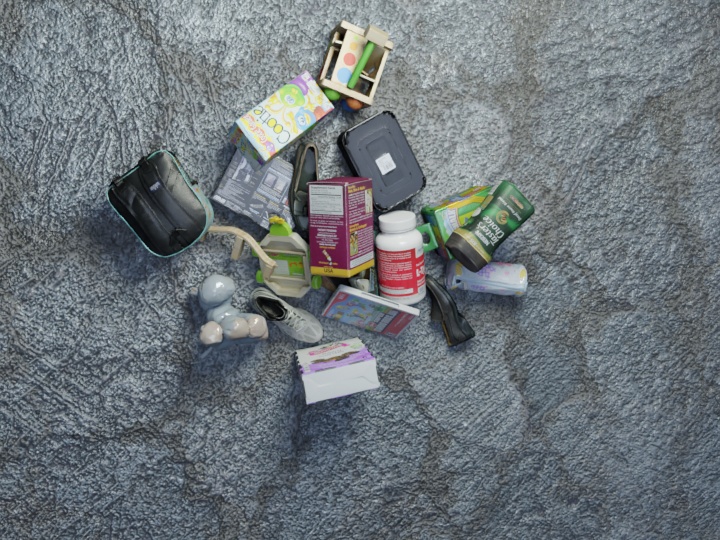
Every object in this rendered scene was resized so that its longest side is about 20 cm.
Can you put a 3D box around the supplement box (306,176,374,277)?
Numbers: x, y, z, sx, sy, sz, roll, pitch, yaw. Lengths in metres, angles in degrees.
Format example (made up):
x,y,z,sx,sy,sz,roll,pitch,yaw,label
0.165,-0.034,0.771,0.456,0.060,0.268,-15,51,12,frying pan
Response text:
x,y,z,sx,sy,sz,roll,pitch,yaw,label
-0.042,-0.098,1.468,0.102,0.131,0.203,5,104,27,supplement box

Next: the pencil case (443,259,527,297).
x,y,z,sx,sy,sz,roll,pitch,yaw,label
0.304,0.016,1.632,0.197,0.091,0.084,6,97,-12,pencil case

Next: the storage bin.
x,y,z,sx,sy,sz,roll,pitch,yaw,label
0.048,-0.250,1.543,0.134,0.094,0.201,-30,102,-5,storage bin

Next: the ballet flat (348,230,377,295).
x,y,z,sx,sy,sz,roll,pitch,yaw,label
0.000,0.000,1.579,0.073,0.074,0.203,-2,92,-10,ballet flat

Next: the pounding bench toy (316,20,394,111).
x,y,z,sx,sy,sz,roll,pitch,yaw,label
-0.014,-0.434,1.445,0.123,0.200,0.158,19,94,-16,pounding bench toy

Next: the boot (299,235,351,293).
x,y,z,sx,sy,sz,roll,pitch,yaw,label
-0.098,0.009,1.579,0.200,0.074,0.075,43,116,-16,boot

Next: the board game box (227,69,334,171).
x,y,z,sx,sy,sz,roll,pitch,yaw,label
-0.173,-0.322,1.454,0.200,0.105,0.103,-41,99,-19,board game box

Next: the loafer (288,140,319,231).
x,y,z,sx,sy,sz,roll,pitch,yaw,label
-0.121,-0.185,1.486,0.071,0.063,0.203,-1,99,-13,loafer

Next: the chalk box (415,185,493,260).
x,y,z,sx,sy,sz,roll,pitch,yaw,label
0.224,-0.105,1.581,0.198,0.124,0.126,-24,102,-6,chalk box

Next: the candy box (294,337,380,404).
x,y,z,sx,sy,sz,roll,pitch,yaw,label
-0.059,0.224,1.538,0.166,0.200,0.072,-12,100,-9,candy box

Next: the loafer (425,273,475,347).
x,y,z,sx,sy,sz,roll,pitch,yaw,label
0.201,0.101,1.637,0.072,0.073,0.201,-34,102,1,loafer

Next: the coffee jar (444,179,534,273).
x,y,z,sx,sy,sz,roll,pitch,yaw,label
0.284,-0.095,1.487,0.104,0.085,0.200,42,90,-11,coffee jar

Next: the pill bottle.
x,y,z,sx,sy,sz,roll,pitch,yaw,label
0.092,-0.030,1.556,0.111,0.112,0.202,-10,112,-9,pill bottle

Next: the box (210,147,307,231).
x,y,z,sx,sy,sz,roll,pitch,yaw,label
-0.217,-0.184,1.525,0.199,0.050,0.159,28,92,-14,box

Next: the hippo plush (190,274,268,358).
x,y,z,sx,sy,sz,roll,pitch,yaw,label
-0.296,0.089,1.513,0.157,0.200,0.163,-9,76,-15,hippo plush

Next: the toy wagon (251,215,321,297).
x,y,z,sx,sy,sz,roll,pitch,yaw,label
-0.168,-0.033,1.513,0.153,0.040,0.202,5,119,19,toy wagon

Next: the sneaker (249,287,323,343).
x,y,z,sx,sy,sz,roll,pitch,yaw,label
-0.168,0.117,1.546,0.199,0.115,0.076,33,92,-14,sneaker

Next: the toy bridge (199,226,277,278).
x,y,z,sx,sy,sz,roll,pitch,yaw,label
-0.272,-0.055,1.503,0.198,0.027,0.068,28,123,5,toy bridge

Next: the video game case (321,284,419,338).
x,y,z,sx,sy,sz,roll,pitch,yaw,label
0.021,0.099,1.575,0.198,0.143,0.018,19,57,-12,video game case

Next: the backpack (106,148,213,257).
x,y,z,sx,sy,sz,roll,pitch,yaw,label
-0.416,-0.135,1.442,0.175,0.153,0.201,-36,93,-1,backpack
